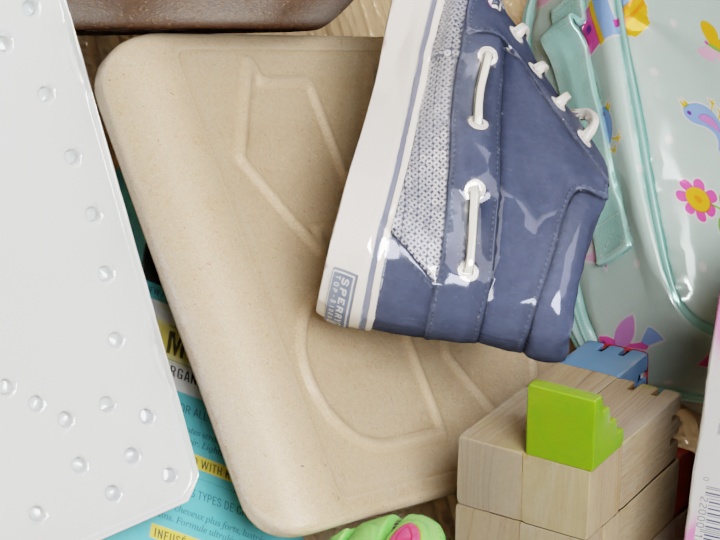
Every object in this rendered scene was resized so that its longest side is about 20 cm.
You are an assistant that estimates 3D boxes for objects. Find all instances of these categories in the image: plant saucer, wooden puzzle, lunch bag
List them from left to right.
[{"bbox_3d":[-0.085,-0.108,0.757,0.199,0.200,0.037,-6,99,-39],"label":"plant saucer"},{"bbox_3d":[0.000,0.000,0.760,0.199,0.046,0.186,-9,73,-46],"label":"wooden puzzle"},{"bbox_3d":[0.145,-0.044,0.825,0.159,0.077,0.201,7,62,-29],"label":"lunch bag"}]

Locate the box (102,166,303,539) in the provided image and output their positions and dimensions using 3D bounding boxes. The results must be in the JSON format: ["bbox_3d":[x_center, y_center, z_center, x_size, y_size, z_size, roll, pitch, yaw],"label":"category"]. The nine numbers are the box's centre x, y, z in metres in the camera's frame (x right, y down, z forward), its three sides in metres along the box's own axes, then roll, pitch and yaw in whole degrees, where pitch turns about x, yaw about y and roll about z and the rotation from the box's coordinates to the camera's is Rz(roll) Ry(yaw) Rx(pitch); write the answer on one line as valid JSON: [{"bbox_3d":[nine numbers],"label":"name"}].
[{"bbox_3d":[-0.060,0.042,0.748,0.082,0.049,0.201,23,50,-23],"label":"box"}]

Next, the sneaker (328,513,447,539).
[{"bbox_3d":[0.000,0.181,0.666,0.084,0.076,0.202,17,81,-45],"label":"sneaker"}]

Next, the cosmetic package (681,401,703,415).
[{"bbox_3d":[0.140,-0.014,0.912,0.199,0.090,0.107,33,48,-19],"label":"cosmetic package"}]

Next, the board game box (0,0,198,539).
[{"bbox_3d":[-0.162,0.008,0.606,0.199,0.026,0.201,-21,99,-33],"label":"board game box"}]

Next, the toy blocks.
[{"bbox_3d":[0.089,0.110,0.738,0.137,0.099,0.201,-30,125,-53],"label":"toy blocks"}]

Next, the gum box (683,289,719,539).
[{"bbox_3d":[0.156,0.077,0.694,0.066,0.202,0.113,10,10,19],"label":"gum box"}]

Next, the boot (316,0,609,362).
[{"bbox_3d":[0.048,-0.057,0.730,0.090,0.073,0.201,13,61,1],"label":"boot"}]
